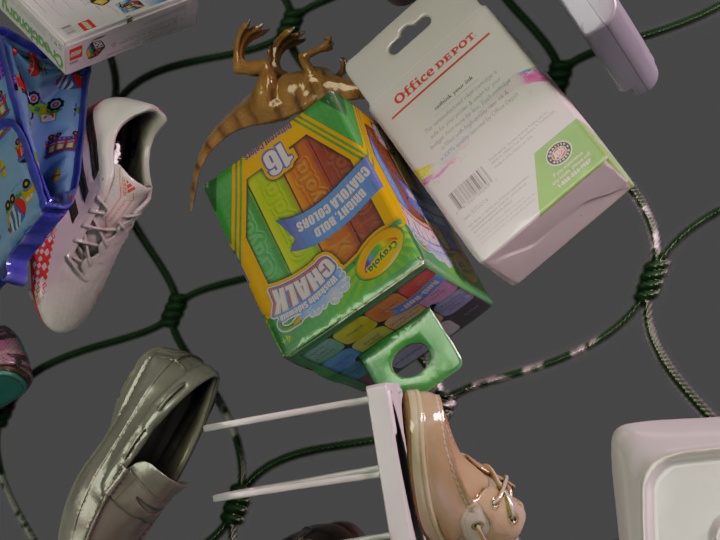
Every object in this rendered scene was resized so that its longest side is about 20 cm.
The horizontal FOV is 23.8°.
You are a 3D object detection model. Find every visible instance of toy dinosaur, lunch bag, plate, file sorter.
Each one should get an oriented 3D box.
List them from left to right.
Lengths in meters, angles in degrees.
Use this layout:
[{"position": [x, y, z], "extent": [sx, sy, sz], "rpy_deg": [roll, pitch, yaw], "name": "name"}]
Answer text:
[{"position": [-0.280, -0.063, 1.353], "extent": [0.151, 0.094, 0.200], "rpy_deg": [-43, 45, 31], "name": "lunch bag"}, {"position": [-0.072, -0.134, 1.328], "extent": [0.200, 0.060, 0.106], "rpy_deg": [-21, 67, 21], "name": "toy dinosaur"}, {"position": [-0.021, 0.180, 1.097], "extent": [0.124, 0.139, 0.200], "rpy_deg": [-9, 85, 3], "name": "file sorter"}, {"position": [0.253, 0.183, 1.074], "extent": [0.200, 0.032, 0.200], "rpy_deg": [-8, 70, 25], "name": "plate"}]

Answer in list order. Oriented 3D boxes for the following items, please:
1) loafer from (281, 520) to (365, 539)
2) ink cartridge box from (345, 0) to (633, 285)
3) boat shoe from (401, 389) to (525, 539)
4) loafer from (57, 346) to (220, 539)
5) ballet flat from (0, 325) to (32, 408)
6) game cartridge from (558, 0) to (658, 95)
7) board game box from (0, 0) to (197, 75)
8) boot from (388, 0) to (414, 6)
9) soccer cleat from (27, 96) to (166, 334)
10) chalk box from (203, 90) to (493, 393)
[{"position": [-0.086, 0.238, 1.213], "extent": [0.200, 0.071, 0.073], "rpy_deg": [-40, 60, 11], "name": "loafer"}, {"position": [0.089, -0.104, 1.228], "extent": [0.117, 0.067, 0.200], "rpy_deg": [-40, 62, 12], "name": "ink cartridge box"}, {"position": [0.073, 0.153, 1.097], "extent": [0.065, 0.200, 0.072], "rpy_deg": [-14, 32, 7], "name": "boat shoe"}, {"position": [-0.166, 0.155, 1.283], "extent": [0.070, 0.070, 0.200], "rpy_deg": [17, 82, 39], "name": "loafer"}, {"position": [-0.355, 0.110, 1.406], "extent": [0.200, 0.069, 0.071], "rpy_deg": [-32, 44, 11], "name": "ballet flat"}, {"position": [0.136, -0.223, 1.202], "extent": [0.041, 0.133, 0.200], "rpy_deg": [-32, 63, 7], "name": "game cartridge"}, {"position": [-0.241, -0.246, 1.402], "extent": [0.126, 0.035, 0.200], "rpy_deg": [-26, 54, -29], "name": "board game box"}, {"position": [0.024, -0.307, 1.247], "extent": [0.064, 0.200, 0.187], "rpy_deg": [21, 85, 31], "name": "boot"}, {"position": [-0.209, -0.046, 1.366], "extent": [0.085, 0.069, 0.200], "rpy_deg": [1, 70, 43], "name": "soccer cleat"}, {"position": [0.000, 0.000, 1.210], "extent": [0.125, 0.124, 0.200], "rpy_deg": [-36, 61, 15], "name": "chalk box"}]
